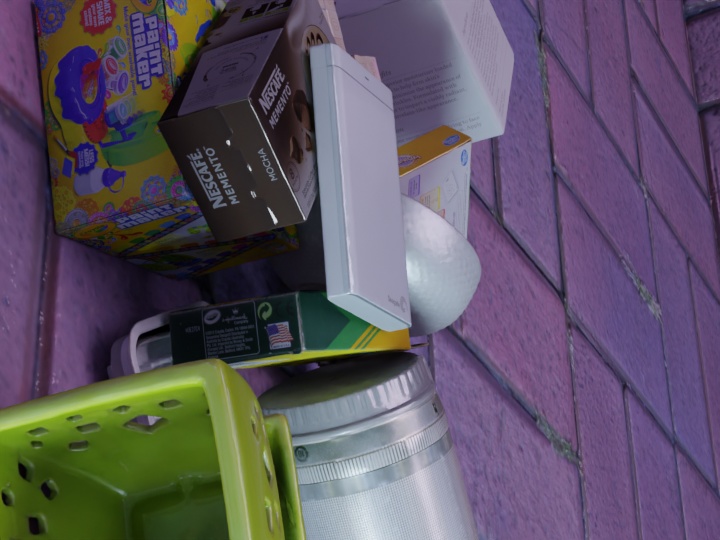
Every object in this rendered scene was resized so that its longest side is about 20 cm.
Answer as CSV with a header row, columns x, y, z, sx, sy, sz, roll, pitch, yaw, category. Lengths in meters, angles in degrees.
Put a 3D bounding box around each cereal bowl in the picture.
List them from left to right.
x,y,z,sx,sy,sz,roll,pitch,yaw,category
0.000,0.000,1.634,0.200,0.199,0.084,50,57,-46,cereal bowl

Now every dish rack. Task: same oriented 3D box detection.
x,y,z,sx,sy,sz,roll,pitch,yaw,category
-0.140,0.133,1.511,0.172,0.043,0.201,-20,95,-68,dish rack

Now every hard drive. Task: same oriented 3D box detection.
x,y,z,sx,sy,sz,roll,pitch,yaw,category
0.001,-0.063,1.478,0.132,0.027,0.201,31,53,-65,hard drive

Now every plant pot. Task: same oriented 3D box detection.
x,y,z,sx,sy,sz,roll,pitch,yaw,category
-0.138,0.188,1.283,0.181,0.199,0.200,36,42,-68,plant pot

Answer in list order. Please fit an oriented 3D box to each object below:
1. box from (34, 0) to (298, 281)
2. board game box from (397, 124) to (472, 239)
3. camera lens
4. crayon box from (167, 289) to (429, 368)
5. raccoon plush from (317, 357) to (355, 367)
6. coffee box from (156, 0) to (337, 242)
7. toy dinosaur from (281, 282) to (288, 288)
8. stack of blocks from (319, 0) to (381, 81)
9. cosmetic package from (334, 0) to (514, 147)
x,y,z,sx,sy,sz,roll,pitch,yaw,category
-0.155,-0.118,1.531,0.192,0.121,0.201,27,52,-62,box
0.025,-0.036,1.821,0.200,0.040,0.154,-28,133,-36,board game box
0.007,0.185,1.565,0.160,0.159,0.201,-37,113,-67,camera lens
-0.047,0.049,1.528,0.200,0.126,0.051,3,79,-59,crayon box
0.029,0.063,1.789,0.200,0.097,0.134,-49,151,-14,raccoon plush
-0.075,-0.127,1.461,0.200,0.079,0.113,-70,142,-54,coffee box
-0.032,-0.005,1.876,0.200,0.058,0.102,19,73,-56,toy dinosaur
-0.042,-0.182,1.861,0.059,0.115,0.201,-5,80,-68,stack of blocks
0.056,-0.250,2.080,0.165,0.164,0.200,-77,146,-51,cosmetic package
